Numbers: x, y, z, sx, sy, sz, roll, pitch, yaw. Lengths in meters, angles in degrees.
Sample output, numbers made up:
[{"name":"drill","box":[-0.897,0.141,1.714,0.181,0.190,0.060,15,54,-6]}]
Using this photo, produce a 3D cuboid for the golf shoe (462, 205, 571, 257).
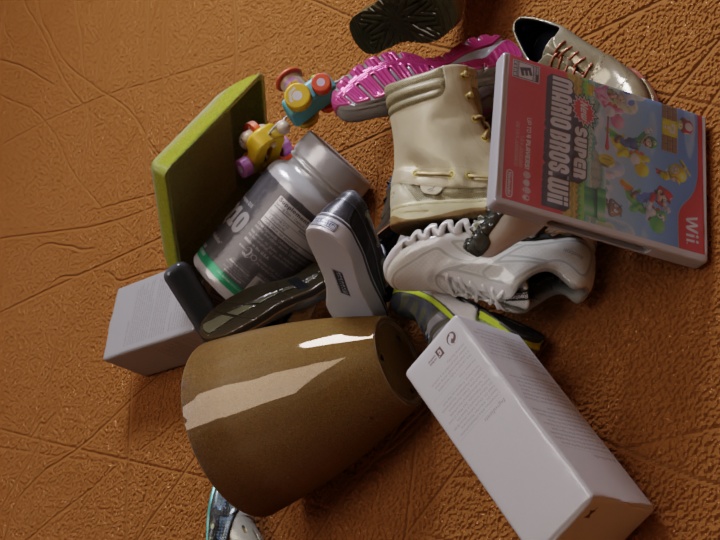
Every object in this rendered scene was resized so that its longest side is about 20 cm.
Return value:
[{"name":"golf shoe","box":[0.177,-0.061,1.112,0.199,0.088,0.077,-37,-3,-21]}]

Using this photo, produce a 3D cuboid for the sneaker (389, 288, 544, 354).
[{"name":"sneaker","box":[0.086,0.065,1.232,0.200,0.073,0.082,25,93,56]}]

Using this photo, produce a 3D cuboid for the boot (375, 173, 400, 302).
[{"name":"boot","box":[0.053,-0.055,1.365,0.201,0.074,0.097,-53,16,20]}]

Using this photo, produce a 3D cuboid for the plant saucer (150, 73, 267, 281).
[{"name":"plant saucer","box":[-0.177,-0.104,1.505,0.048,0.201,0.200,21,49,20]}]

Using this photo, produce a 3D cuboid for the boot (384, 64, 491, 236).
[{"name":"boot","box":[0.121,-0.118,1.213,0.198,0.073,0.157,-7,74,11]}]

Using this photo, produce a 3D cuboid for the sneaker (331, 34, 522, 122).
[{"name":"sneaker","box":[0.070,-0.172,1.319,0.198,0.089,0.082,-10,37,-5]}]

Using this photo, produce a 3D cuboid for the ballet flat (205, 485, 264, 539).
[{"name":"ballet flat","box":[-0.130,0.313,1.362,0.074,0.074,0.202,-19,57,43]}]

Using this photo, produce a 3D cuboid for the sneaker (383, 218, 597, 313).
[{"name":"sneaker","box":[0.116,-0.001,1.172,0.198,0.075,0.082,-8,60,14]}]

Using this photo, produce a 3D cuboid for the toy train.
[{"name":"toy train","box":[-0.078,-0.170,1.490,0.056,0.150,0.200,51,126,14]}]

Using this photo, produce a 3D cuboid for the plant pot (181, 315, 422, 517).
[{"name":"plant pot","box":[-0.042,0.124,1.286,0.199,0.186,0.188,-24,50,24]}]

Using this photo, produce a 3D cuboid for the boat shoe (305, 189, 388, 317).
[{"name":"boat shoe","box":[0.000,0.000,1.301,0.071,0.201,0.068,20,59,32]}]

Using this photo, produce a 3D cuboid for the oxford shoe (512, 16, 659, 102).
[{"name":"oxford shoe","box":[0.205,-0.184,1.230,0.071,0.073,0.200,-56,37,10]}]

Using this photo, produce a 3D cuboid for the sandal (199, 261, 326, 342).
[{"name":"sandal","box":[-0.076,0.040,1.405,0.199,0.055,0.082,-25,24,-15]}]

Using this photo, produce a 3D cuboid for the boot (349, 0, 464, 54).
[{"name":"boot","box":[0.097,-0.313,1.367,0.200,0.066,0.174,-42,23,-29]}]

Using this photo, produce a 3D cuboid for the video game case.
[{"name":"video game case","box":[0.201,-0.092,1.083,0.017,0.198,0.144,135,146,-59]}]

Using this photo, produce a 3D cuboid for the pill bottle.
[{"name":"pill bottle","box":[-0.087,-0.052,1.468,0.200,0.113,0.113,-49,38,5]}]

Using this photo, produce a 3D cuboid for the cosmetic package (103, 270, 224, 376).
[{"name":"cosmetic package","box":[-0.232,0.060,1.622,0.199,0.071,0.102,-17,56,45]}]

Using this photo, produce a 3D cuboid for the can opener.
[{"name":"can opener","box":[-0.146,0.073,1.446,0.066,0.201,0.053,-37,-1,-5]}]

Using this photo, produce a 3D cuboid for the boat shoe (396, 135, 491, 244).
[{"name":"boat shoe","box":[0.108,-0.051,1.273,0.200,0.071,0.069,-51,38,14]}]

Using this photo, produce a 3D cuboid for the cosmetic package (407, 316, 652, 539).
[{"name":"cosmetic package","box":[0.135,0.137,1.055,0.071,0.101,0.200,-50,51,18]}]
